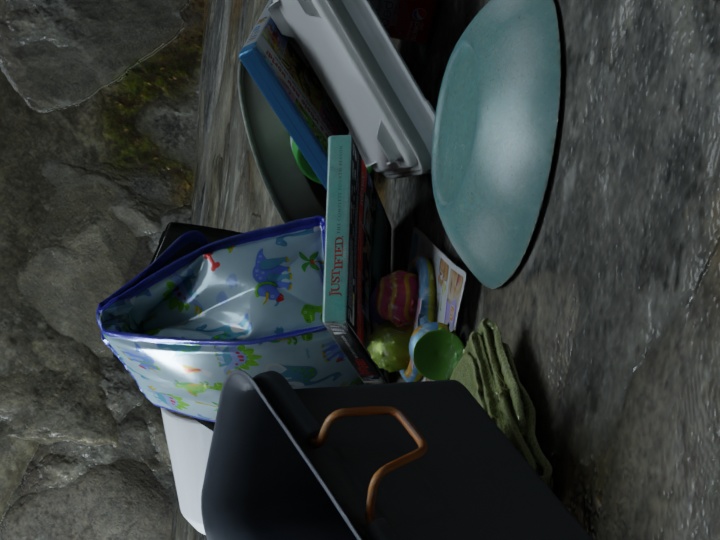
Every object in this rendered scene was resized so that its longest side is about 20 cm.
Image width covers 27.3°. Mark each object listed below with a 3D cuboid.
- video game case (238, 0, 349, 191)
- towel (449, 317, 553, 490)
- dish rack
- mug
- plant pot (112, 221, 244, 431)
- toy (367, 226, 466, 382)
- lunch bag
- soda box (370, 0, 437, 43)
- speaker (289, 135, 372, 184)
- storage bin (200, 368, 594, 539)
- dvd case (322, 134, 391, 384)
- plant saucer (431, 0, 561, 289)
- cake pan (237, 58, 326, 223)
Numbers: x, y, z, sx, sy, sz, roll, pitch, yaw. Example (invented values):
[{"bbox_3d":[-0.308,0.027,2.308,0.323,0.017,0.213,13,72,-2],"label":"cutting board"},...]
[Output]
[{"bbox_3d":[-0.032,-0.169,1.227,0.143,0.018,0.200,57,-151,-25],"label":"video game case"},{"bbox_3d":[0.067,0.145,0.884,0.149,0.036,0.200,-99,19,-49],"label":"towel"},{"bbox_3d":[-0.008,-0.150,1.111,0.200,0.043,0.172,60,172,-7],"label":"dish rack"},{"bbox_3d":[-0.140,0.220,1.733,0.149,0.186,0.154,14,109,46],"label":"mug"},{"bbox_3d":[-0.131,0.049,1.426,0.200,0.177,0.200,-172,105,-83],"label":"plant pot"},{"bbox_3d":[0.032,0.037,1.083,0.200,0.047,0.116,-134,52,-75],"label":"toy"},{"bbox_3d":[-0.104,0.052,1.241,0.170,0.199,0.128,72,-176,-60],"label":"lunch bag"},{"bbox_3d":[0.019,-0.268,1.246,0.200,0.070,0.064,-98,19,-53],"label":"soda box"},{"bbox_3d":[-0.024,-0.170,1.372,0.200,0.088,0.089,-93,14,-45],"label":"speaker"},{"bbox_3d":[0.026,0.129,0.731,0.200,0.134,0.146,49,136,44],"label":"storage bin"},{"bbox_3d":[0.000,0.000,1.152,0.200,0.022,0.147,58,-148,-70],"label":"dvd case"},{"bbox_3d":[0.077,-0.090,0.943,0.201,0.039,0.202,-174,90,-78],"label":"plant saucer"},{"bbox_3d":[-0.060,-0.121,1.427,0.200,0.037,0.201,-18,-90,-76],"label":"cake pan"}]
